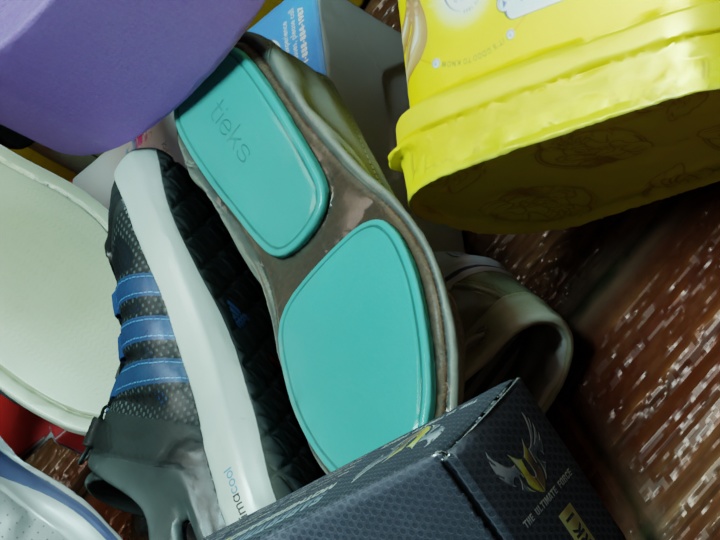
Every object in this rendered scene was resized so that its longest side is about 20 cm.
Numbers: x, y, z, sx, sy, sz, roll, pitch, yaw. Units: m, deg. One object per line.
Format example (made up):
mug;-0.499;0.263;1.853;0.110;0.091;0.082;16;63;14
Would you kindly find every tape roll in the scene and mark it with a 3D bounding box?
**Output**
tape roll;-0.087;-0.144;1.021;0.200;0.065;0.201;-37;39;38

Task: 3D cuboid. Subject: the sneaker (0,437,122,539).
sneaker;-0.167;0.101;1.045;0.115;0.200;0.081;-45;6;-23

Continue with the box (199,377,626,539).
box;0.008;0.139;0.843;0.200;0.158;0.051;-29;7;37

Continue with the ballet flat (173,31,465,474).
ballet flat;0.000;0.000;0.947;0.067;0.064;0.200;-45;48;21

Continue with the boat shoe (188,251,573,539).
boat shoe;-0.003;0.083;0.971;0.201;0.072;0.062;-60;31;-3

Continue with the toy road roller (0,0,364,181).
toy road roller;-0.089;-0.125;1.190;0.200;0.123;0.146;-55;34;9

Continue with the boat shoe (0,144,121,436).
boat shoe;-0.130;0.004;1.077;0.199;0.066;0.075;35;71;29

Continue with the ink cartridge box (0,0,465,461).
ink cartridge box;-0.057;0.000;1.105;0.200;0.067;0.117;-37;41;31

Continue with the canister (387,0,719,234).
canister;0.074;-0.129;0.951;0.148;0.086;0.201;-18;70;35

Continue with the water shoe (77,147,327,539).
water shoe;-0.064;0.038;0.962;0.079;0.071;0.200;-37;40;14
